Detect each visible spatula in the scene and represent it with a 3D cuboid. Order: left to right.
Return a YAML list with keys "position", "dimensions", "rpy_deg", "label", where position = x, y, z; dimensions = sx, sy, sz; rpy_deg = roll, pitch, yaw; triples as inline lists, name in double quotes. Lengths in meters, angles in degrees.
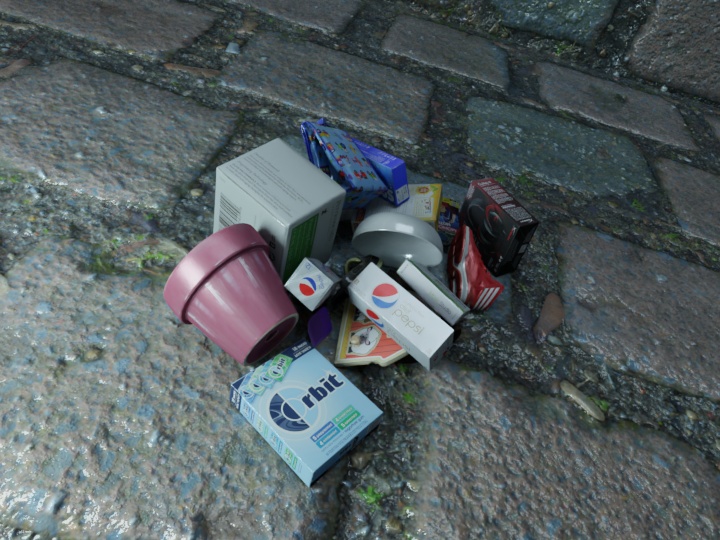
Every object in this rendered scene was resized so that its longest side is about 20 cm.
- position: [-0.055, 0.071, 1.175]
  dimensions: [0.020, 0.058, 0.201]
  rpy_deg: [-5, 26, 22]
  label: "spatula"

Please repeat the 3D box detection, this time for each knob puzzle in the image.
- position: [0.051, 0.093, 1.120]
  dimensions: [0.213, 0.031, 0.222]
  rpy_deg: [-14, 36, 10]
  label: "knob puzzle"

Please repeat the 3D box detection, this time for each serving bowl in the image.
- position: [0.081, -0.070, 1.257]
  dimensions: [0.194, 0.201, 0.068]
  rpy_deg: [13, 71, -4]
  label: "serving bowl"

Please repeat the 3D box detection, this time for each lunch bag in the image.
- position: [-0.046, -0.241, 1.292]
  dimensions: [0.149, 0.093, 0.204]
  rpy_deg: [-8, 71, -58]
  label: "lunch bag"

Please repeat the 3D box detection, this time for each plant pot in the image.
- position: [-0.208, 0.053, 1.034]
  dimensions: [0.180, 0.201, 0.198]
  rpy_deg: [47, 46, 12]
  label: "plant pot"

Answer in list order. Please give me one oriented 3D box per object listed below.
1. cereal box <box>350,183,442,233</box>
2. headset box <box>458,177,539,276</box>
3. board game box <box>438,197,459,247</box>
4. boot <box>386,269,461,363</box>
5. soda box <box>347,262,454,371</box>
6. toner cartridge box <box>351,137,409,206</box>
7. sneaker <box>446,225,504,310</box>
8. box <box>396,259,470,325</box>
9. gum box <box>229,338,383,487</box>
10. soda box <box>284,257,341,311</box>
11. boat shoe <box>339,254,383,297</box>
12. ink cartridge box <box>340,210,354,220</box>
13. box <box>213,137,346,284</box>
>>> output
- position: [0.085, -0.142, 1.373]
  dimensions: [0.194, 0.040, 0.146]
  rpy_deg: [0, 42, 16]
  label: "cereal box"
- position: [0.312, -0.112, 1.435]
  dimensions: [0.073, 0.151, 0.201]
  rpy_deg: [-12, 48, -31]
  label: "headset box"
- position: [0.137, -0.115, 1.444]
  dimensions: [0.194, 0.063, 0.202]
  rpy_deg: [15, 40, -3]
  label: "board game box"
- position: [0.079, 0.082, 1.194]
  dimensions: [0.183, 0.065, 0.201]
  rpy_deg: [-10, 46, -37]
  label: "boot"
- position: [0.069, 0.079, 1.050]
  dimensions: [0.068, 0.064, 0.199]
  rpy_deg: [-42, 64, -17]
  label: "soda box"
- position: [0.030, -0.230, 1.384]
  dimensions: [0.043, 0.097, 0.199]
  rpy_deg: [-30, 40, -24]
  label: "toner cartridge box"
- position: [0.258, 0.002, 1.339]
  dimensions: [0.113, 0.078, 0.205]
  rpy_deg: [18, 61, -15]
  label: "sneaker"
- position: [0.147, 0.043, 1.174]
  dimensions: [0.144, 0.036, 0.200]
  rpy_deg: [44, 7, 12]
  label: "box"
- position: [-0.088, 0.222, 0.981]
  dimensions: [0.199, 0.045, 0.168]
  rpy_deg: [38, 44, 25]
  label: "gum box"
- position: [-0.083, 0.023, 1.105]
  dimensions: [0.068, 0.064, 0.200]
  rpy_deg: [40, 1, 1]
  label: "soda box"
- position: [-0.001, 0.001, 1.210]
  dimensions: [0.066, 0.072, 0.201]
  rpy_deg: [41, 20, -8]
  label: "boat shoe"
- position: [-0.101, -0.172, 1.384]
  dimensions: [0.195, 0.069, 0.117]
  rpy_deg: [-6, 45, -27]
  label: "ink cartridge box"
- position: [-0.165, -0.104, 1.180]
  dimensions: [0.199, 0.202, 0.170]
  rpy_deg: [38, 48, 19]
  label: "box"
